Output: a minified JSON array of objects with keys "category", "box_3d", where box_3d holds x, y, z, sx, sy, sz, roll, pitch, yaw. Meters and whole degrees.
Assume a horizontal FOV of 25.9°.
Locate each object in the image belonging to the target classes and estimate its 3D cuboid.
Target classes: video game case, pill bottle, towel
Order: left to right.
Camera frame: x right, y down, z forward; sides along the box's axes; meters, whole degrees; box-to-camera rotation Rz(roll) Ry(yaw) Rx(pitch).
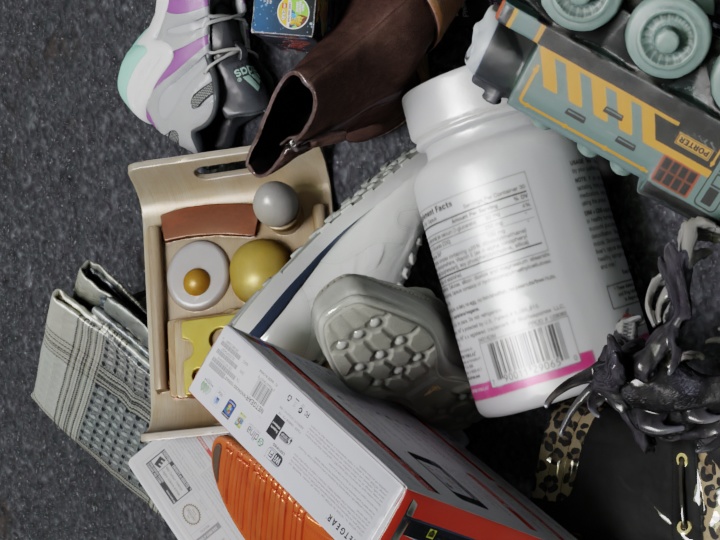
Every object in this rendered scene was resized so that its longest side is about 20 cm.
[{"category":"towel","box_3d":[-0.170,0.108,1.197,0.192,0.035,0.201,41,140,10]},{"category":"video game case","box_3d":[-0.044,0.126,1.080,0.199,0.018,0.144,-38,66,-3]},{"category":"pill bottle","box_3d":[0.097,-0.022,0.945,0.113,0.113,0.202,-20,84,42]}]

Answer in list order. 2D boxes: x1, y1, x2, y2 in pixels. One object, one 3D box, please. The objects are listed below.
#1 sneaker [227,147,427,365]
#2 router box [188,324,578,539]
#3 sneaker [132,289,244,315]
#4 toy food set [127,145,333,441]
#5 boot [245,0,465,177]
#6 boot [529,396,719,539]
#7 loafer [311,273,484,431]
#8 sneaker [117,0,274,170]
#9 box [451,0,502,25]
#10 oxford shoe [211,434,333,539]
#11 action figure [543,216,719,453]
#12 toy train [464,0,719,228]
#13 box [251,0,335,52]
[{"category":"sneaker","box_3d":[0.000,0.000,1.028,0.080,0.076,0.200,44,84,-3]},{"category":"router box","box_3d":[0.018,0.120,0.921,0.200,0.179,0.049,36,97,49]},{"category":"sneaker","box_3d":[-0.122,0.052,1.196,0.199,0.077,0.087,-11,108,45]},{"category":"toy food set","box_3d":[-0.088,0.014,1.081,0.142,0.060,0.202,-7,72,8]},{"category":"boot","box_3d":[-0.018,-0.109,0.970,0.072,0.166,0.200,46,147,4]},{"category":"boot","box_3d":[0.177,0.174,0.937,0.149,0.073,0.203,9,100,39]},{"category":"loafer","box_3d":[0.025,0.043,0.972,0.070,0.200,0.070,-31,58,13]},{"category":"sneaker","box_3d":[-0.093,-0.164,1.121,0.140,0.077,0.201,43,133,26]},{"category":"box","box_3d":[0.085,-0.218,0.940,0.199,0.036,0.144,9,126,42]},{"category":"oxford shoe","box_3d":[-0.018,0.165,1.024,0.199,0.073,0.072,35,132,30]},{"category":"action figure","box_3d":[0.201,0.041,0.853,0.198,0.119,0.103,-8,48,18]},{"category":"toy train","box_3d":[0.155,-0.108,0.864,0.198,0.085,0.115,28,116,0]},{"category":"box","box_3d":[-0.036,-0.210,0.977,0.037,0.200,0.138,4,96,2]}]
